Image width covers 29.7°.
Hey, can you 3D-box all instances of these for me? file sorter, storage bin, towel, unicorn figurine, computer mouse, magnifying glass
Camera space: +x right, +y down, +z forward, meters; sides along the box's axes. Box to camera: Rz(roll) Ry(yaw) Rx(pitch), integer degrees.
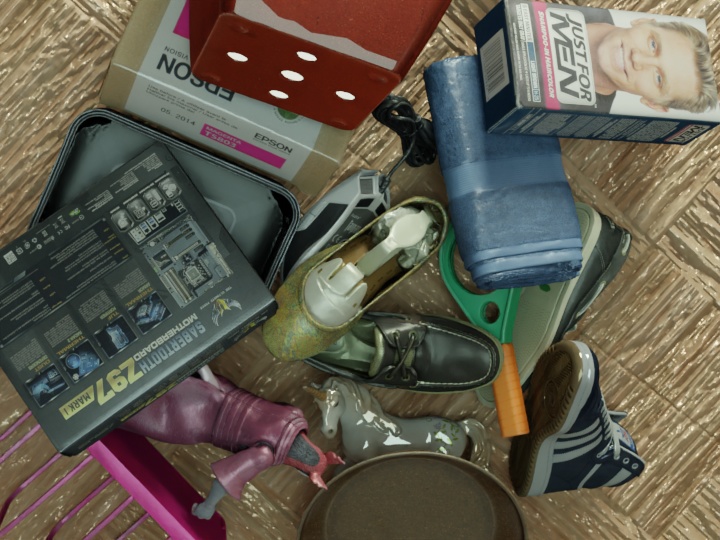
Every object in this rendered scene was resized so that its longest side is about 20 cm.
[{"bbox_3d":[-0.223,0.202,1.136,0.125,0.139,0.200,-42,101,0],"label":"file sorter"},{"bbox_3d":[-0.164,-0.041,1.137,0.200,0.094,0.136,23,94,-9],"label":"storage bin"},{"bbox_3d":[0.119,-0.084,1.151,0.111,0.049,0.201,-6,77,-23],"label":"towel"},{"bbox_3d":[0.025,0.161,1.206,0.199,0.074,0.138,1,97,-24],"label":"unicorn figurine"},{"bbox_3d":[-0.011,-0.058,1.165,0.044,0.110,0.200,42,97,26],"label":"computer mouse"},{"bbox_3d":[0.116,0.044,1.183,0.079,0.022,0.201,-15,82,33],"label":"magnifying glass"}]

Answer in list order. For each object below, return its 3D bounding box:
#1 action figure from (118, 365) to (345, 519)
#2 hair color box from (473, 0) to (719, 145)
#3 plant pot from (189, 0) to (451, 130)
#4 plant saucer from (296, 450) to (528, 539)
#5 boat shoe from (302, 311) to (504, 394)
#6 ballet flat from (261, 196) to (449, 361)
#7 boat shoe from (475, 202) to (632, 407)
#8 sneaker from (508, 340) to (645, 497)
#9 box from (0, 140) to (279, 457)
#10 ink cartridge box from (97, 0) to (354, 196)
[{"bbox_3d":[-0.102,0.117,1.125,0.199,0.134,0.149,19,126,14],"label":"action figure"},{"bbox_3d":[0.201,-0.166,1.149,0.199,0.061,0.100,1,74,-23],"label":"hair color box"},{"bbox_3d":[-0.030,-0.220,1.002,0.199,0.200,0.177,19,74,-13],"label":"plant pot"},{"bbox_3d":[0.044,0.230,1.176,0.200,0.037,0.201,0,117,-1],"label":"plant saucer"},{"bbox_3d":[0.020,0.070,1.163,0.200,0.066,0.072,10,98,11],"label":"boat shoe"},{"bbox_3d":[0.000,0.000,1.128,0.200,0.071,0.071,-38,102,-28],"label":"ballet flat"},{"bbox_3d":[0.172,0.040,1.207,0.068,0.072,0.200,23,101,-38],"label":"boat shoe"},{"bbox_3d":[0.202,0.128,1.183,0.108,0.070,0.200,-1,140,-11],"label":"sneaker"},{"bbox_3d":[-0.186,0.022,1.039,0.200,0.051,0.158,-36,80,-6],"label":"box"},{"bbox_3d":[-0.089,-0.179,1.109,0.200,0.075,0.165,23,67,-11],"label":"ink cartridge box"}]
